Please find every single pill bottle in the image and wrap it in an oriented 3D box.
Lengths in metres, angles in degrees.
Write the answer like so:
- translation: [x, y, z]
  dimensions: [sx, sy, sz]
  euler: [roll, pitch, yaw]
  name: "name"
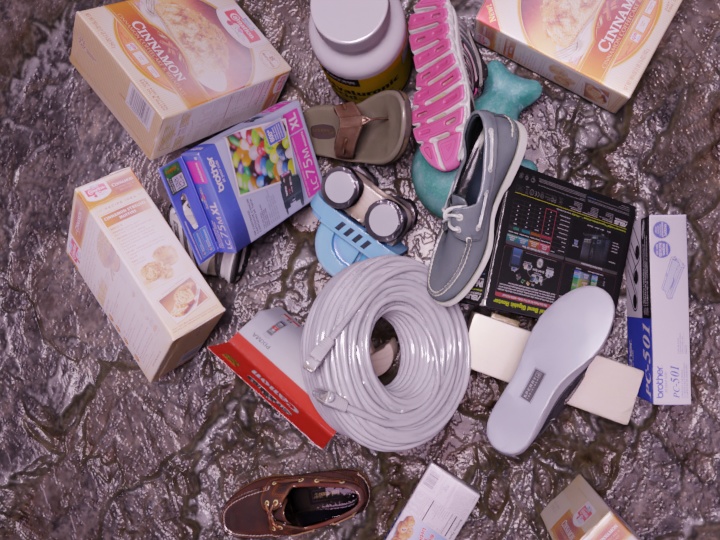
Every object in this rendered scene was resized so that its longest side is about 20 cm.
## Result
- translation: [0.000, -0.263, 0.775]
  dimensions: [0.109, 0.200, 0.114]
  euler: [0, 87, 7]
  name: "pill bottle"

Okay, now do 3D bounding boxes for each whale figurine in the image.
- translation: [0.141, -0.152, 0.801]
  dimensions: [0.157, 0.104, 0.202]
  euler: [31, 91, 8]
  name: "whale figurine"

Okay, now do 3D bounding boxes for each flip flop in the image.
- translation: [-0.017, -0.167, 0.795]
  dimensions: [0.198, 0.057, 0.083]
  euler: [11, 105, 45]
  name: "flip flop"

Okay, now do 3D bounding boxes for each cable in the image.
- translation: [0.030, 0.087, 0.720]
  dimensions: [0.200, 0.069, 0.202]
  euler: [43, 59, -25]
  name: "cable"

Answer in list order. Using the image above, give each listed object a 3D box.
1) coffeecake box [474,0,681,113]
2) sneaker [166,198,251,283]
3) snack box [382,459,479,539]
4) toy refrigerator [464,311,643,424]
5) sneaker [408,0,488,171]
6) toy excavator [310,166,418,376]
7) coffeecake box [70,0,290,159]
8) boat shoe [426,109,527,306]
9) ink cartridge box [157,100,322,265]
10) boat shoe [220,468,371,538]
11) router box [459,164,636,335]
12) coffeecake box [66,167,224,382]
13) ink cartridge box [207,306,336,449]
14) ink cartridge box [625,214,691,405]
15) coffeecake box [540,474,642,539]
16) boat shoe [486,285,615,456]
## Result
- translation: [0.256, -0.308, 0.800]
  dimensions: [0.198, 0.073, 0.156]
  euler: [29, 93, 8]
  name: "coffeecake box"
- translation: [-0.183, -0.096, 0.855]
  dimensions: [0.113, 0.076, 0.205]
  euler: [16, 92, 6]
  name: "sneaker"
- translation: [0.065, 0.339, 0.832]
  dimensions: [0.071, 0.024, 0.202]
  euler: [31, 92, 7]
  name: "snack box"
- translation: [0.217, 0.107, 0.796]
  dimensions: [0.196, 0.076, 0.071]
  euler: [19, 90, 8]
  name: "toy refrigerator"
- translation: [0.104, -0.202, 0.755]
  dimensions: [0.073, 0.087, 0.204]
  euler: [-18, 68, 38]
  name: "sneaker"
- translation: [0.000, 0.000, 0.830]
  dimensions: [0.193, 0.100, 0.202]
  euler: [36, 106, 7]
  name: "toy excavator"
- translation: [-0.205, -0.241, 0.796]
  dimensions: [0.154, 0.199, 0.073]
  euler: [49, 139, 6]
  name: "coffeecake box"
- translation: [0.103, -0.064, 0.689]
  dimensions: [0.072, 0.061, 0.204]
  euler: [30, 102, 51]
  name: "boat shoe"
- translation: [-0.127, -0.104, 0.781]
  dimensions: [0.041, 0.199, 0.121]
  euler: [6, 123, 42]
  name: "ink cartridge box"
- translation: [-0.084, 0.286, 0.832]
  dimensions: [0.196, 0.070, 0.072]
  euler: [-18, 87, 8]
  name: "boat shoe"
- translation: [0.209, -0.020, 0.761]
  dimensions: [0.197, 0.062, 0.153]
  euler: [13, 88, -27]
  name: "router box"
- translation: [-0.262, 0.010, 0.808]
  dimensions: [0.073, 0.154, 0.202]
  euler: [-31, 82, -35]
  name: "coffeecake box"
- translation: [-0.071, 0.111, 0.770]
  dimensions: [0.162, 0.200, 0.050]
  euler: [40, 93, 7]
  name: "ink cartridge box"
- translation: [0.337, 0.044, 0.773]
  dimensions: [0.043, 0.094, 0.205]
  euler: [-1, 87, 6]
  name: "ink cartridge box"
- translation: [0.300, 0.338, 0.737]
  dimensions: [0.073, 0.153, 0.200]
  euler: [-44, 83, 3]
  name: "coffeecake box"
- translation: [0.207, 0.110, 0.727]
  dimensions: [0.069, 0.066, 0.203]
  euler: [30, 95, 30]
  name: "boat shoe"
